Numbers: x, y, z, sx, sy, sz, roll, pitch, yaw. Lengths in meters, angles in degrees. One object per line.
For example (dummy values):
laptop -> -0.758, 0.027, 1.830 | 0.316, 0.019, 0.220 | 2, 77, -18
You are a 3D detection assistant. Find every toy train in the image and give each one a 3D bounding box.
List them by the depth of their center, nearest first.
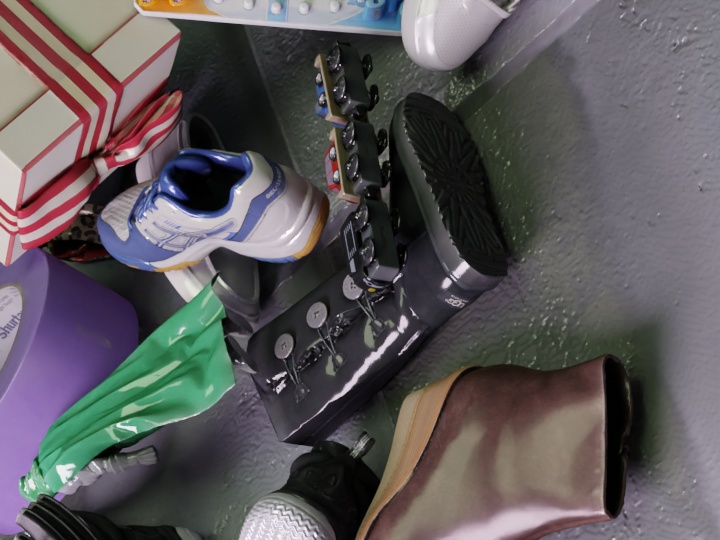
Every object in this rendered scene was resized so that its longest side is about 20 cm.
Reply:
toy train -> -0.003, -0.069, 1.218 | 0.046, 0.034, 0.201 | -55, 34, 43

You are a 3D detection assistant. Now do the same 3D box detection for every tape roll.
tape roll -> -0.257, 0.089, 1.424 | 0.200, 0.085, 0.201 | -39, 32, 31

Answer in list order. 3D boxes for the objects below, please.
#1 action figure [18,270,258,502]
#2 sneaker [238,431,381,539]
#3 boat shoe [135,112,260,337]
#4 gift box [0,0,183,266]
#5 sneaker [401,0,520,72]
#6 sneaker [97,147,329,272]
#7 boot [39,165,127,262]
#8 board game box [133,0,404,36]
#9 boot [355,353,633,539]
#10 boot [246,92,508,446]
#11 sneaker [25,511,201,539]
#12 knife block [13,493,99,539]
action figure -> -0.157, 0.098, 1.294 | 0.199, 0.055, 0.119 | -36, 31, 17
sneaker -> -0.035, 0.183, 1.213 | 0.075, 0.114, 0.201 | 35, 139, 11
boat shoe -> -0.106, -0.038, 1.382 | 0.069, 0.072, 0.201 | -49, 37, 23
gift box -> -0.238, -0.128, 1.380 | 0.187, 0.200, 0.185 | 42, 69, 7
sneaker -> 0.109, -0.206, 1.222 | 0.115, 0.073, 0.201 | 38, 100, 49
sneaker -> -0.116, -0.052, 1.291 | 0.199, 0.088, 0.076 | -6, 59, 38
boot -> -0.251, -0.087, 1.537 | 0.202, 0.073, 0.155 | -3, 73, 43
board game box -> -0.053, -0.269, 1.344 | 0.026, 0.198, 0.202 | 101, 173, -71
boot -> 0.077, 0.148, 1.112 | 0.165, 0.072, 0.202 | -11, 63, 44
boot -> 0.000, 0.001, 1.265 | 0.200, 0.065, 0.166 | -45, 40, 33
sneaker -> -0.208, 0.206, 1.334 | 0.199, 0.113, 0.076 | -12, 67, 41
knife block -> -0.149, 0.236, 1.219 | 0.064, 0.199, 0.176 | -44, 44, 23
